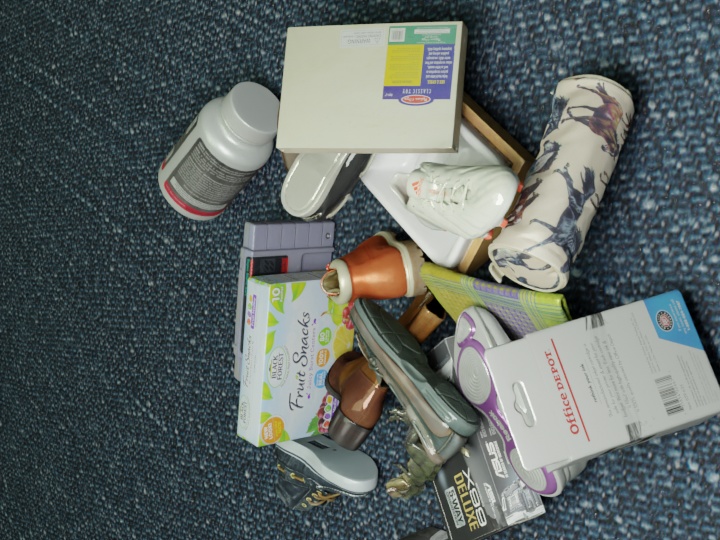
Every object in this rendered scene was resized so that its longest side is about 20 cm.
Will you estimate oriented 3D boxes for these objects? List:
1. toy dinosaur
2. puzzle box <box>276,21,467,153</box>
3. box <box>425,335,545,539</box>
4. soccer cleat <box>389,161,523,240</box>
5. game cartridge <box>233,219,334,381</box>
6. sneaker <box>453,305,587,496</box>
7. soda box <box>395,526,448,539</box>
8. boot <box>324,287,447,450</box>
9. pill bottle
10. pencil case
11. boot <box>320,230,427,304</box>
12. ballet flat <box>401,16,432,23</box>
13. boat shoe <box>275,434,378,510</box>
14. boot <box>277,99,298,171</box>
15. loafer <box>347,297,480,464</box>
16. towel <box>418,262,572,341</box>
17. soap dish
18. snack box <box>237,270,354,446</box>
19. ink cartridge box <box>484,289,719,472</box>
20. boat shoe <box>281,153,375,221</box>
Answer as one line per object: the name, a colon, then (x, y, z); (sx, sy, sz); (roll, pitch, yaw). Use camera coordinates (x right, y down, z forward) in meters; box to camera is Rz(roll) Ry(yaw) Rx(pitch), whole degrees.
toy dinosaur: (0.064, 0.186, 1.219); (0.089, 0.047, 0.200); (57, 153, 13)
puzzle box: (0.011, -0.188, 1.180); (0.197, 0.025, 0.135); (3, 82, 21)
box: (0.115, 0.185, 1.218); (0.158, 0.049, 0.202); (129, 126, -63)
soccer cleat: (0.084, -0.070, 1.070); (0.070, 0.077, 0.200); (-64, 16, -8)
game cartridge: (-0.096, 0.037, 1.431); (0.038, 0.129, 0.203); (18, 108, 47)
sneaker: (0.163, 0.122, 1.140); (0.202, 0.099, 0.075); (61, 147, 4)
soda box: (0.121, 0.341, 1.244); (0.199, 0.070, 0.064); (5, 102, 50)
boot: (0.029, 0.083, 1.309); (0.068, 0.189, 0.201); (30, 109, -3)
pill bottle: (-0.185, -0.163, 1.532); (0.200, 0.110, 0.112); (-42, 63, 44)
pencil case: (0.185, -0.080, 1.055); (0.089, 0.077, 0.202); (0, 62, 60)
boot: (0.000, 0.000, 1.294); (0.200, 0.106, 0.076); (-174, 72, -79)
ballet flat: (0.014, -0.201, 1.277); (0.200, 0.073, 0.073); (-48, 56, 16)
boat shoe: (-0.044, 0.269, 1.443); (0.199, 0.070, 0.092); (18, 109, 55)
boot: (-0.027, -0.195, 1.378); (0.145, 0.070, 0.203); (25, 120, 38)
loafer: (0.040, 0.110, 1.157); (0.063, 0.071, 0.200); (-53, 53, 17)
towel: (0.154, 0.053, 1.152); (0.199, 0.023, 0.144); (15, 149, 50)
soap dish: (0.094, -0.111, 1.226); (0.200, 0.081, 0.158); (50, 129, 35)
snack box: (-0.077, 0.105, 1.404); (0.053, 0.141, 0.203); (18, 108, 49)
ink cartridge box: (0.209, 0.104, 1.014); (0.067, 0.197, 0.117); (114, 140, -69)
boat shoe: (-0.011, -0.140, 1.233); (0.074, 0.060, 0.201); (36, 101, 29)
